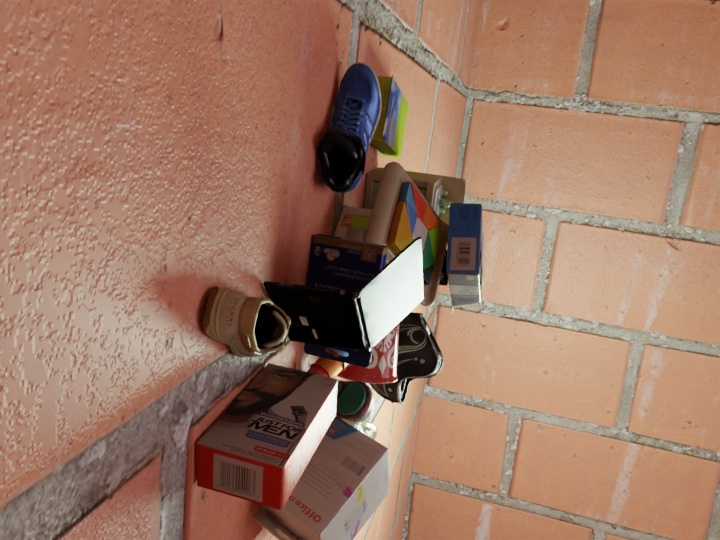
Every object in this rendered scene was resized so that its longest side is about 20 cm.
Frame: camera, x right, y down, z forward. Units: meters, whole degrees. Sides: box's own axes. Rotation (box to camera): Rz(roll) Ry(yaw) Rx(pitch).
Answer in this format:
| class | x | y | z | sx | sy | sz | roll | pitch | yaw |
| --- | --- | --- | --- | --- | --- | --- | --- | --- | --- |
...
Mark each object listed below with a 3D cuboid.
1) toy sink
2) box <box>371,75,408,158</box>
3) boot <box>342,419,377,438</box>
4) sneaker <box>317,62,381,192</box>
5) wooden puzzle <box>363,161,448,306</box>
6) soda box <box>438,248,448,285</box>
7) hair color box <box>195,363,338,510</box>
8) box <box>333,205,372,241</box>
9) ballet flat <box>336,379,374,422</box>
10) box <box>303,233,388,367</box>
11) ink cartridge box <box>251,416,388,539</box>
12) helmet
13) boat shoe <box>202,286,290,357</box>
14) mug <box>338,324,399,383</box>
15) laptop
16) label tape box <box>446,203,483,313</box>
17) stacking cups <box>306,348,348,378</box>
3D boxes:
| class | x | y | z | sx | sy | sz | roll | pitch | yaw |
| --- | --- | --- | --- | --- | --- | --- | --- | --- | --- |
| toy sink | 0.112 | -0.133 | 1.271 | 0.112 | 0.197 | 0.132 | -46 | 145 | -67 |
| box | 0.055 | -0.307 | 1.227 | 0.200 | 0.047 | 0.124 | 3 | 96 | -77 |
| boot | -0.020 | 0.419 | 1.396 | 0.200 | 0.071 | 0.157 | 60 | 41 | -63 |
| sneaker | -0.015 | -0.218 | 0.931 | 0.111 | 0.076 | 0.203 | -64 | 168 | -77 |
| wooden puzzle | 0.093 | -0.064 | 1.067 | 0.200 | 0.037 | 0.187 | 42 | 52 | -38 |
| soda box | 0.076 | -0.016 | 1.197 | 0.071 | 0.197 | 0.064 | 32 | 66 | -75 |
| hair color box | -0.110 | 0.199 | 0.767 | 0.200 | 0.109 | 0.065 | -49 | 147 | -67 |
| box | 0.000 | 0.000 | 1.080 | 0.102 | 0.111 | 0.202 | 76 | 28 | -55 |
| ballet flat | -0.020 | 0.224 | 1.028 | 0.071 | 0.199 | 0.069 | 45 | 67 | -21 |
| box | -0.029 | 0.051 | 0.973 | 0.032 | 0.119 | 0.203 | -24 | 123 | -73 |
| ink cartridge box | -0.061 | 0.354 | 0.951 | 0.200 | 0.128 | 0.126 | -40 | 142 | -38 |
| helmet | 0.097 | 0.215 | 1.488 | 0.202 | 0.189 | 0.200 | 62 | 8 | -16 |
| boat shoe | -0.120 | 0.071 | 0.725 | 0.200 | 0.065 | 0.075 | 45 | 56 | -74 |
| mug | 0.017 | 0.115 | 1.212 | 0.177 | 0.131 | 0.203 | -2 | 98 | -78 |
| laptop | -0.015 | 0.032 | 0.868 | 0.178 | 0.197 | 0.104 | 78 | 21 | -58 |
| label tape box | 0.207 | -0.018 | 1.180 | 0.200 | 0.062 | 0.146 | 65 | 30 | -62 |
| stacking cups | -0.034 | 0.143 | 1.067 | 0.200 | 0.060 | 0.061 | -43 | 144 | -43 |
